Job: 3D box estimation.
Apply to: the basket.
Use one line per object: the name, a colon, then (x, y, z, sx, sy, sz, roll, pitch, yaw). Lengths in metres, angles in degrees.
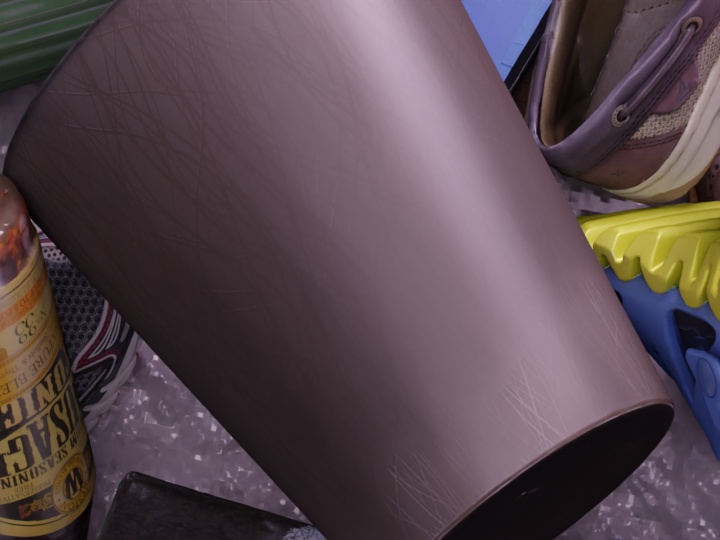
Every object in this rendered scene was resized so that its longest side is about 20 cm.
basket: (0.000, 0.000, 0.960, 0.180, 0.136, 0.200, -44, 70, 27)

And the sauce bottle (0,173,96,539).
sauce bottle: (-0.125, 0.060, 1.019, 0.066, 0.066, 0.201, -7, 127, 6)

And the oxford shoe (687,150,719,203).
oxford shoe: (0.168, 0.011, 1.037, 0.071, 0.073, 0.201, -23, 81, 4)

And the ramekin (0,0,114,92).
ramekin: (-0.134, -0.157, 1.032, 0.097, 0.200, 0.201, -13, 82, -3)

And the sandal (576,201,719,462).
sandal: (0.121, 0.025, 0.964, 0.079, 0.200, 0.088, -8, 102, -17)

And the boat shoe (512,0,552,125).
boat shoe: (0.118, -0.127, 1.060, 0.075, 0.075, 0.203, 25, 86, 2)

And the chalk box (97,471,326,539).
chalk box: (-0.055, 0.193, 0.973, 0.124, 0.124, 0.201, 15, 52, 7)

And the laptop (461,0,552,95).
laptop: (0.004, -0.174, 1.026, 0.177, 0.201, 0.103, 28, 48, 35)

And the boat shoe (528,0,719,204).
boat shoe: (0.108, -0.121, 0.975, 0.072, 0.065, 0.201, 27, 103, 38)

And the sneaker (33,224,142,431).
sneaker: (-0.166, 0.051, 1.069, 0.199, 0.075, 0.081, -33, 81, 1)
